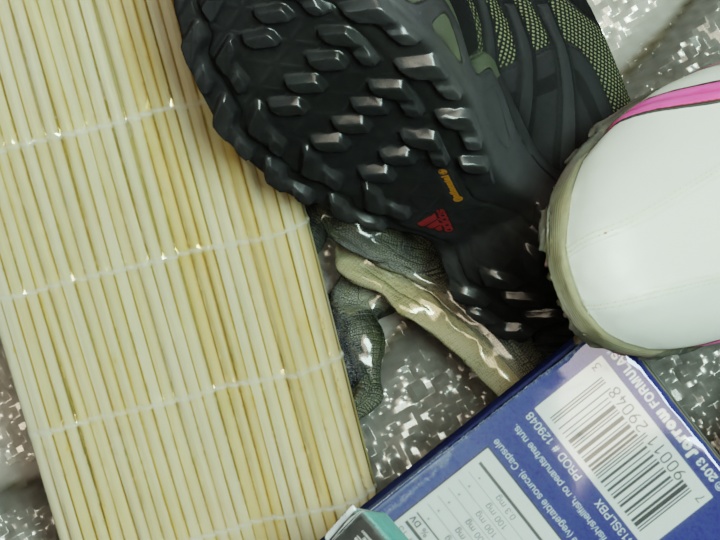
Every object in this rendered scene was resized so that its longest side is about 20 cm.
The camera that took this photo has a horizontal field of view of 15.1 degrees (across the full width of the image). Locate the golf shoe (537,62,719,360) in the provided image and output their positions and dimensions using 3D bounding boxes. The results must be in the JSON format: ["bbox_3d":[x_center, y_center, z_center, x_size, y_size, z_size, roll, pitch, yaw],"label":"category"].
[{"bbox_3d":[0.136,-0.033,0.754,0.199,0.092,0.073,-22,92,-34],"label":"golf shoe"}]

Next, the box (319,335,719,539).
[{"bbox_3d":[0.030,0.121,0.781,0.200,0.032,0.121,-38,91,4],"label":"box"}]

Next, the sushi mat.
[{"bbox_3d":[-0.061,-0.004,0.778,0.095,0.012,0.201,-15,104,-3],"label":"sushi mat"}]

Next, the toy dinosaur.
[{"bbox_3d":[0.000,0.000,0.819,0.088,0.047,0.200,-33,87,-16],"label":"toy dinosaur"}]

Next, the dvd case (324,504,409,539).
[{"bbox_3d":[-0.019,0.185,0.738,0.200,0.022,0.146,-47,70,11],"label":"dvd case"}]

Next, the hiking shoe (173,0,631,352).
[{"bbox_3d":[0.019,-0.061,0.779,0.075,0.200,0.101,-23,43,30],"label":"hiking shoe"}]
